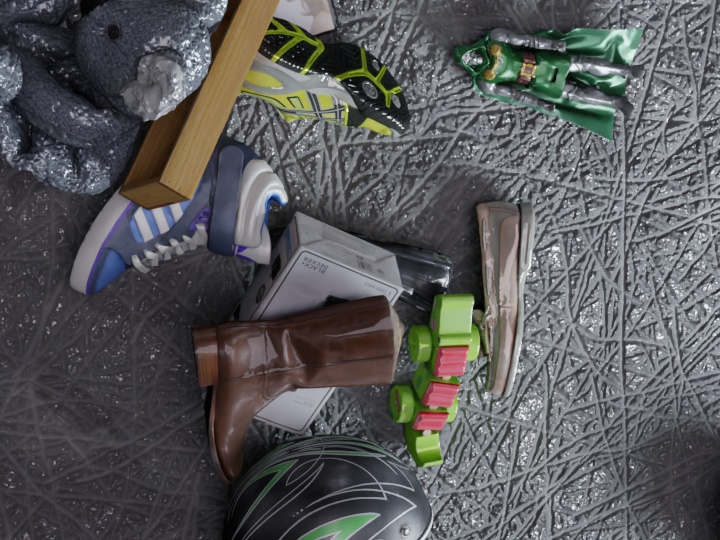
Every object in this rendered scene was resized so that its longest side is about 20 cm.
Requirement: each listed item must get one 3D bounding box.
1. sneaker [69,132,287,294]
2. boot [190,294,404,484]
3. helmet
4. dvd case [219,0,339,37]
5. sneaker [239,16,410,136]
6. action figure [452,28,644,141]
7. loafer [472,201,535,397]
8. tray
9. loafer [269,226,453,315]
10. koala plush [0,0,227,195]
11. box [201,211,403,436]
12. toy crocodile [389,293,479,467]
[{"bbox_3d":[-0.157,-0.030,1.265,0.146,0.081,0.201,35,85,3],"label":"sneaker"},{"bbox_3d":[-0.050,0.113,1.286,0.198,0.064,0.188,-9,128,-8],"label":"boot"},{"bbox_3d":[-0.035,0.255,1.343,0.198,0.200,0.192,7,107,-20],"label":"helmet"},{"bbox_3d":[-0.109,-0.300,1.271,0.142,0.018,0.202,-19,108,-13],"label":"dvd case"},{"bbox_3d":[-0.039,-0.175,1.308,0.199,0.076,0.076,23,135,-32],"label":"sneaker"},{"bbox_3d":[0.185,-0.199,1.381,0.198,0.055,0.119,7,104,-16],"label":"action figure"},{"bbox_3d":[0.137,0.028,1.417,0.062,0.072,0.202,6,95,-3],"label":"loafer"},{"bbox_3d":[-0.140,-0.152,1.200,0.037,0.098,0.201,30,72,-25],"label":"tray"},{"bbox_3d":[0.000,0.000,1.354,0.199,0.068,0.071,12,90,-25],"label":"loafer"},{"bbox_3d":[-0.206,-0.169,1.155,0.199,0.178,0.184,-19,120,25],"label":"koala plush"},{"bbox_3d":[-0.059,0.055,1.313,0.116,0.060,0.201,21,119,-22],"label":"box"},{"bbox_3d":[0.079,0.110,1.398,0.067,0.062,0.201,3,121,-20],"label":"toy crocodile"}]
